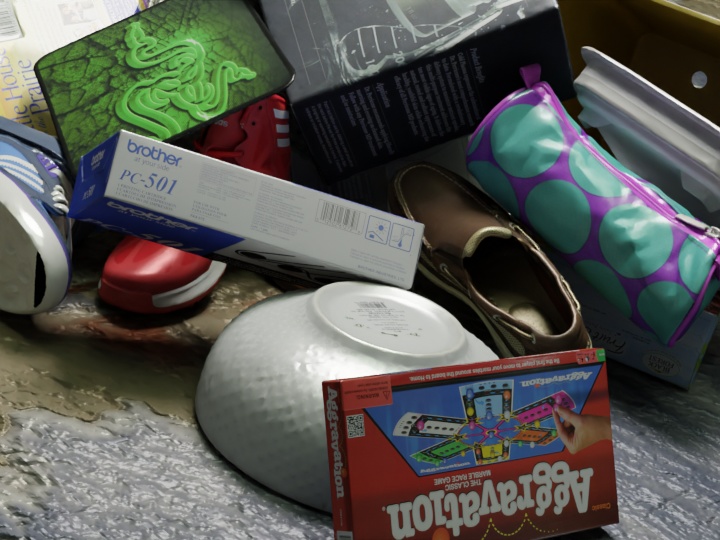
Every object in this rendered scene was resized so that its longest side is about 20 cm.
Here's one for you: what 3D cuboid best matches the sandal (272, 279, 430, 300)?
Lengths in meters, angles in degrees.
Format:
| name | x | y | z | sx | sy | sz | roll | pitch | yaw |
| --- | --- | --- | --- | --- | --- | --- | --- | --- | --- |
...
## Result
| name | x | y | z | sx | sy | sz | roll | pitch | yaw |
| --- | --- | --- | --- | --- | --- | --- | --- | --- | --- |
| sandal | 0.000 | 0.000 | 1.309 | 0.081 | 0.055 | 0.200 | -5 | 29 | -41 |

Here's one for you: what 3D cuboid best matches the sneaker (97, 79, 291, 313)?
| name | x | y | z | sx | sy | sz | roll | pitch | yaw |
| --- | --- | --- | --- | --- | --- | --- | --- | --- | --- |
| sneaker | -0.110 | -0.061 | 1.267 | 0.078 | 0.116 | 0.200 | 15 | 34 | 19 |

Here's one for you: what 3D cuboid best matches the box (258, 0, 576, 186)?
| name | x | y | z | sx | sy | sz | roll | pitch | yaw |
| --- | --- | --- | --- | --- | --- | --- | --- | --- | --- |
| box | 0.029 | -0.198 | 1.369 | 0.196 | 0.124 | 0.201 | -19 | 61 | 2 |

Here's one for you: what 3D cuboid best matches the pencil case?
| name | x | y | z | sx | sy | sz | roll | pitch | yaw |
| --- | --- | --- | --- | --- | --- | --- | --- | --- | --- |
| pencil case | 0.164 | -0.043 | 1.290 | 0.200 | 0.093 | 0.085 | 41 | 37 | 17 |

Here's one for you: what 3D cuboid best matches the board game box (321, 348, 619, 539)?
| name | x | y | z | sx | sy | sz | roll | pitch | yaw |
| --- | --- | --- | --- | --- | --- | --- | --- | --- | --- |
| board game box | 0.065 | 0.102 | 1.053 | 0.199 | 0.104 | 0.019 | -5 | 1 | -39 |

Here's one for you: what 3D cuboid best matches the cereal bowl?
| name | x | y | z | sx | sy | sz | roll | pitch | yaw |
| --- | --- | --- | --- | --- | --- | --- | --- | --- | --- |
| cereal bowl | 0.007 | 0.064 | 1.127 | 0.199 | 0.084 | 0.200 | 13 | 23 | -5 |

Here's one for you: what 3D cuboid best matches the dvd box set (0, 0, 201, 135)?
| name | x | y | z | sx | sy | sz | roll | pitch | yaw |
| --- | --- | --- | --- | --- | --- | --- | --- | --- | --- |
| dvd box set | -0.196 | -0.159 | 1.434 | 0.199 | 0.029 | 0.147 | -16 | 74 | -27 |

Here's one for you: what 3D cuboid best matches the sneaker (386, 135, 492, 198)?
| name | x | y | z | sx | sy | sz | roll | pitch | yaw |
| --- | --- | --- | --- | --- | --- | --- | --- | --- | --- |
| sneaker | 0.067 | -0.073 | 1.486 | 0.075 | 0.092 | 0.200 | 12 | -14 | 31 |

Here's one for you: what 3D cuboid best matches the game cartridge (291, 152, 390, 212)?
| name | x | y | z | sx | sy | sz | roll | pitch | yaw |
| --- | --- | --- | --- | --- | --- | --- | --- | --- | --- |
| game cartridge | -0.035 | -0.066 | 1.478 | 0.129 | 0.039 | 0.200 | 16 | 22 | -10 |

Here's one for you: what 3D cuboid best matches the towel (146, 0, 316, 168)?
| name | x | y | z | sx | sy | sz | roll | pitch | yaw |
| --- | --- | --- | --- | --- | --- | --- | --- | --- | --- |
| towel | -0.077 | -0.180 | 1.467 | 0.199 | 0.034 | 0.193 | 32 | 46 | -24 |

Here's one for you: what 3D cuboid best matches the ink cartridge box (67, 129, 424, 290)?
| name | x | y | z | sx | sy | sz | roll | pitch | yaw |
| --- | --- | --- | --- | --- | --- | --- | --- | --- | --- |
| ink cartridge box | -0.070 | -0.031 | 1.170 | 0.199 | 0.044 | 0.094 | 17 | -12 | -20 |

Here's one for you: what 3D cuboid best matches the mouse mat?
| name | x | y | z | sx | sy | sz | roll | pitch | yaw |
| --- | --- | --- | --- | --- | --- | --- | --- | --- | --- |
| mouse mat | -0.138 | -0.136 | 1.302 | 0.160 | 0.008 | 0.200 | -25 | 35 | -4 |

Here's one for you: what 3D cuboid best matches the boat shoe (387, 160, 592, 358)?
| name | x | y | z | sx | sy | sz | roll | pitch | yaw |
| --- | --- | --- | --- | --- | --- | --- | --- | --- | --- |
| boat shoe | 0.088 | -0.011 | 1.282 | 0.075 | 0.075 | 0.202 | -35 | 62 | -14 |

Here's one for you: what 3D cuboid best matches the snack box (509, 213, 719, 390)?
| name | x | y | z | sx | sy | sz | roll | pitch | yaw |
| --- | --- | --- | --- | --- | --- | --- | --- | --- | --- |
| snack box | 0.191 | -0.002 | 1.420 | 0.168 | 0.068 | 0.200 | 22 | 22 | 11 |

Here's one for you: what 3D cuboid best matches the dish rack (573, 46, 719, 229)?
| name | x | y | z | sx | sy | sz | roll | pitch | yaw |
| --- | --- | --- | --- | --- | --- | --- | --- | --- | --- |
| dish rack | 0.230 | -0.068 | 1.361 | 0.171 | 0.044 | 0.200 | 38 | -2 | 32 |

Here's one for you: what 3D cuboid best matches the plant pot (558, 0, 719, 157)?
| name | x | y | z | sx | sy | sz | roll | pitch | yaw |
| --- | --- | --- | --- | --- | --- | --- | --- | --- | --- |
| plant pot | 0.246 | -0.125 | 1.610 | 0.199 | 0.201 | 0.176 | 25 | 12 | 24 |

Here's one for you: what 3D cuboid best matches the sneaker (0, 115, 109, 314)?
| name | x | y | z | sx | sy | sz | roll | pitch | yaw |
| --- | --- | --- | --- | --- | --- | --- | --- | --- | --- |
| sneaker | -0.198 | -0.039 | 1.241 | 0.146 | 0.081 | 0.200 | -10 | 27 | -38 |
